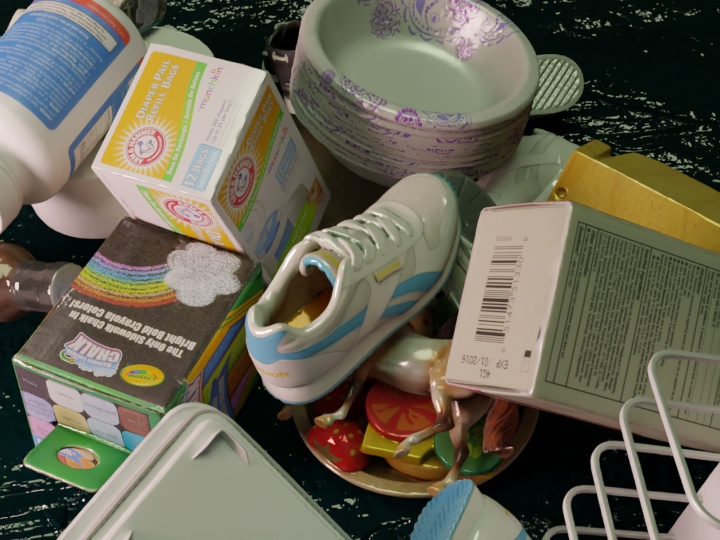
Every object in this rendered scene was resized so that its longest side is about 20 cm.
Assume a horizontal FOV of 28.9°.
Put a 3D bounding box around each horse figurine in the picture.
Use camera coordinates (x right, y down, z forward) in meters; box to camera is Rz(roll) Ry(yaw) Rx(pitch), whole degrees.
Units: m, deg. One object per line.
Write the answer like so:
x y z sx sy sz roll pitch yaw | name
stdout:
0.036 0.080 1.003 0.199 0.050 0.133 22 55 24 | horse figurine

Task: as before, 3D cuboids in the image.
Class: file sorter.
0.207 0.164 0.867 0.123 0.201 0.139 7 44 -15 | file sorter

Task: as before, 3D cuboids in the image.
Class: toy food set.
0.044 0.085 1.064 0.196 0.049 0.201 10 47 9 | toy food set

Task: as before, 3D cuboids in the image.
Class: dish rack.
-0.080 0.195 0.892 0.200 0.043 0.172 46 52 -8 | dish rack

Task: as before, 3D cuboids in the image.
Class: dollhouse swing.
0.248 0.005 1.138 0.199 0.176 0.183 29 93 17 | dollhouse swing

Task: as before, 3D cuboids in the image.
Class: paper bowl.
0.041 -0.145 1.151 0.199 0.105 0.202 9 42 -8 | paper bowl

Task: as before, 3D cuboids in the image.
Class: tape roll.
-0.209 -0.123 1.218 0.201 0.071 0.204 -10 45 10 | tape roll

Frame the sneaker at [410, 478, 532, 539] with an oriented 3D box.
0.052 0.238 0.898 0.081 0.076 0.201 37 66 -15 | sneaker

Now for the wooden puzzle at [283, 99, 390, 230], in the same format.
-0.017 -0.080 1.234 0.184 0.037 0.201 -20 54 -18 | wooden puzzle

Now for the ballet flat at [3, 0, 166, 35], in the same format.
-0.266 -0.210 1.224 0.200 0.072 0.072 -33 54 -13 | ballet flat

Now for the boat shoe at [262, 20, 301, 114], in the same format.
-0.058 -0.200 1.288 0.073 0.061 0.200 -12 24 -1 | boat shoe

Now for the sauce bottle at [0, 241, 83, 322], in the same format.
-0.293 0.008 1.086 0.199 0.065 0.065 7 43 34 | sauce bottle

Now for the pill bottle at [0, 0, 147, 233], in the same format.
-0.263 -0.125 1.108 0.111 0.113 0.201 19 54 17 | pill bottle

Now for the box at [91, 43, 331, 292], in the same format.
-0.108 -0.069 1.074 0.101 0.200 0.113 16 71 19 | box

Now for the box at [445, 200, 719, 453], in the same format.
0.175 0.041 0.950 0.199 0.109 0.129 17 82 -27 | box

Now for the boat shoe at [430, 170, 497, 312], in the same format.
0.099 0.017 1.052 0.074 0.065 0.203 -18 63 -36 | boat shoe

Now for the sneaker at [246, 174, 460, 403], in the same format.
0.000 0.000 0.980 0.076 0.081 0.200 27 64 31 | sneaker

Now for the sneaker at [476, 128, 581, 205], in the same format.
0.120 -0.059 1.185 0.099 0.075 0.199 39 48 24 | sneaker

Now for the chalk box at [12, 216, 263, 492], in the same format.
-0.165 0.083 1.017 0.124 0.125 0.201 18 50 16 | chalk box

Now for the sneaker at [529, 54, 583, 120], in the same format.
0.100 -0.159 1.284 0.198 0.082 0.075 0 86 -13 | sneaker
